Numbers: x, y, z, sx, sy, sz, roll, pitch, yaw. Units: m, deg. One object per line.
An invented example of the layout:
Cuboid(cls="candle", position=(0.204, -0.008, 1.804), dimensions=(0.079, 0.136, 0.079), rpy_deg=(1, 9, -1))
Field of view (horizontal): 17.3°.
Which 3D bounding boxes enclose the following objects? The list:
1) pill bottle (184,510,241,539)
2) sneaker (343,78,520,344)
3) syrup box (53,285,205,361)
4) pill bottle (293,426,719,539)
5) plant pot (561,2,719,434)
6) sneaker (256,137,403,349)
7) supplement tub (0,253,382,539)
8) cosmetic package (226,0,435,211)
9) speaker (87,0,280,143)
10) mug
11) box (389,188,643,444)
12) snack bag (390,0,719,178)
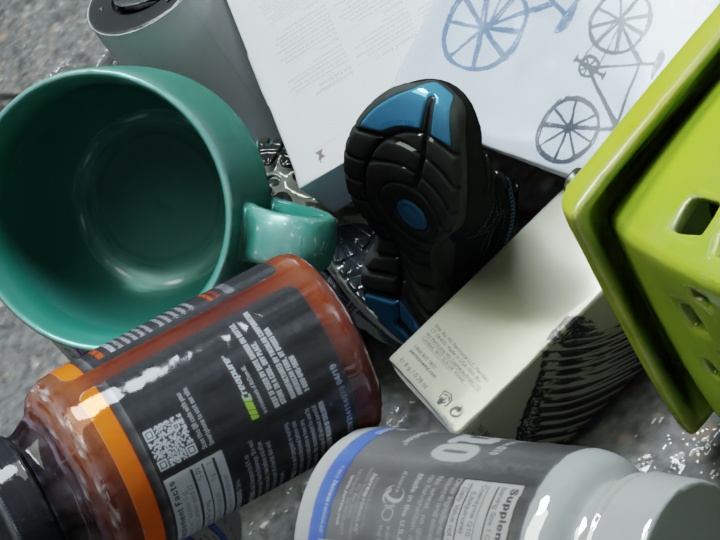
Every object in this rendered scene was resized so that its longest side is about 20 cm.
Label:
Cuboid(cls="pill bottle", position=(-0.131, 0.202, 1.228), dimensions=(0.111, 0.112, 0.201), rpy_deg=(-15, 42, 26))
Cuboid(cls="sneaker", position=(0.041, -0.042, 1.226), dimensions=(0.073, 0.201, 0.082), rpy_deg=(38, 64, 20))
Cuboid(cls="syrup box", position=(-0.112, 0.033, 1.415), dimensions=(0.199, 0.079, 0.082), rpy_deg=(17, 62, 46))
Cuboid(cls="pill bottle", position=(0.075, 0.138, 1.130), dimensions=(0.199, 0.114, 0.114), rpy_deg=(3, 52, 40))
Cuboid(cls="plant pot", position=(0.218, -0.014, 1.093), dimensions=(0.181, 0.200, 0.199), rpy_deg=(24, 66, 43))
Cuboid(cls="sneaker", position=(0.000, 0.000, 1.373), dimensions=(0.077, 0.087, 0.200), rpy_deg=(-38, 58, -25))
Cuboid(cls="supplement tub", position=(-0.096, 0.078, 1.189), dimensions=(0.199, 0.108, 0.107), rpy_deg=(-27, 35, -18))
Cuboid(cls="cosmetic package", position=(0.033, -0.148, 1.331), dimensions=(0.199, 0.052, 0.152), rpy_deg=(-29, 62, 15))
Cuboid(cls="speaker", position=(-0.082, -0.103, 1.433), dimensions=(0.081, 0.200, 0.082), rpy_deg=(-21, 40, 19))
Cuboid(cls="mug", position=(-0.115, -0.026, 1.308), dimensions=(0.152, 0.185, 0.114), rpy_deg=(-49, -7, 13))
Cuboid(cls="box", position=(0.117, 0.014, 1.231), dimensions=(0.200, 0.082, 0.068), rpy_deg=(-45, 51, 2))
Cuboid(cls="snack bag", position=(0.129, -0.137, 1.235), dimensions=(0.199, 0.021, 0.190), rpy_deg=(23, 83, 33))
